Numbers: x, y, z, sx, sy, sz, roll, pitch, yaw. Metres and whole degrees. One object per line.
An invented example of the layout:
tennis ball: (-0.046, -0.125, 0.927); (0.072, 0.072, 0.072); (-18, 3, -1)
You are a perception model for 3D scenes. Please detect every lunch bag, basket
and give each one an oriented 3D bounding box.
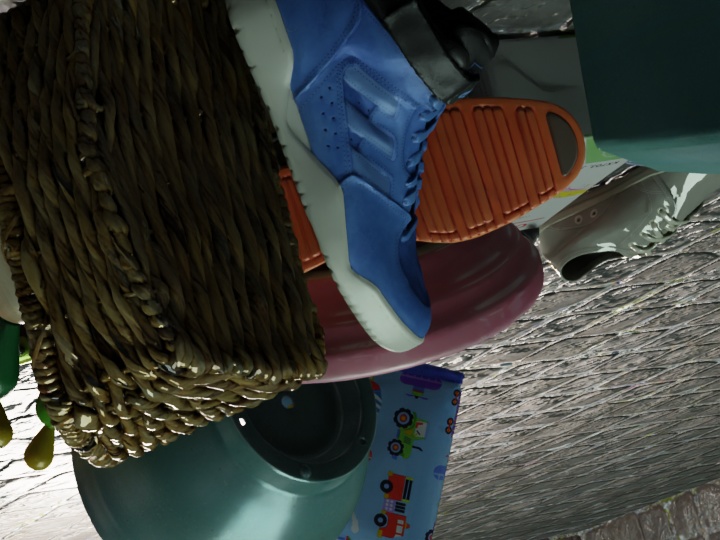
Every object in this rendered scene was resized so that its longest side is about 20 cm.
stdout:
lunch bag: (-0.037, 0.127, 1.436); (0.198, 0.152, 0.094); (12, 178, 0)
basket: (-0.127, -0.020, 0.906); (0.148, 0.202, 0.142); (-23, 165, 31)

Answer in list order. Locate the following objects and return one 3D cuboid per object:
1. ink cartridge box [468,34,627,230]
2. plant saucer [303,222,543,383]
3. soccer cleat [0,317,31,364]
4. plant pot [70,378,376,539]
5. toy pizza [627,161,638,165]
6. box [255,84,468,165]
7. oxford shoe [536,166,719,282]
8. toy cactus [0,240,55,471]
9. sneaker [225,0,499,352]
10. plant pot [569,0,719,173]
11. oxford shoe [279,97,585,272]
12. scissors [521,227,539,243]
ink cartridge box: (0.082, -0.070, 1.195); (0.116, 0.068, 0.200); (-7, 164, -27)
plant saucer: (0.000, 0.000, 1.083); (0.198, 0.051, 0.201); (-10, -161, 3)
soccer cleat: (-0.194, 0.026, 1.294); (0.198, 0.065, 0.084); (-15, 168, 1)
plant pot: (-0.072, 0.105, 1.290); (0.199, 0.202, 0.134); (-3, 158, -37)
toy pizza: (0.246, -0.117, 1.257); (0.198, 0.032, 0.200); (-13, 165, -3)
box: (-0.051, -0.076, 1.056); (0.198, 0.061, 0.116); (-20, 164, 23)
oxford shoe: (0.214, -0.044, 1.450); (0.199, 0.058, 0.075); (-27, 159, 34)
toy cactus: (-0.181, 0.032, 1.194); (0.199, 0.166, 0.103); (-25, -155, 11)
sneaker: (0.022, -0.065, 0.929); (0.110, 0.202, 0.077); (-20, -168, 8)
plant pot: (0.217, -0.125, 1.004); (0.198, 0.143, 0.141); (-14, 168, 29)
oxford shoe: (0.017, -0.047, 1.012); (0.198, 0.072, 0.073); (-13, -173, 8)
scissors: (0.109, -0.028, 1.341); (0.073, 0.014, 0.200); (-24, -172, 20)
